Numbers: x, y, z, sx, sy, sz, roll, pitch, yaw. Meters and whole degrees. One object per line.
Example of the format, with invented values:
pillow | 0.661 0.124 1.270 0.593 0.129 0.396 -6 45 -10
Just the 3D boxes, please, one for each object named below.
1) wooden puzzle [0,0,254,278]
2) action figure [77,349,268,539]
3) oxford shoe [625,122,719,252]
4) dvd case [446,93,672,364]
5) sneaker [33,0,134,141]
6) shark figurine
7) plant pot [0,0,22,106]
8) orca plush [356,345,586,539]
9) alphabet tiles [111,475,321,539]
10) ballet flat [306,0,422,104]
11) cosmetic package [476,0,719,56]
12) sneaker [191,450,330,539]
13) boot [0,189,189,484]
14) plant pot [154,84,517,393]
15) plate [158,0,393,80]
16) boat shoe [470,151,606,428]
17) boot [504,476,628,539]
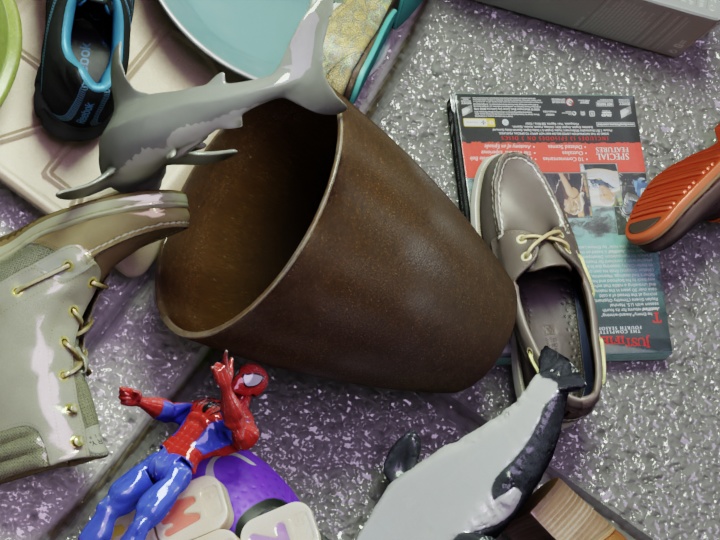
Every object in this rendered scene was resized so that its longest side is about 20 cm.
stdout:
wooden puzzle | -0.182 -0.117 1.457 0.200 0.046 0.185 39 66 -6
action figure | -0.131 0.113 1.318 0.065 0.099 0.200 23 57 37
oxford shoe | 0.270 -0.060 1.552 0.200 0.071 0.073 -38 105 -31
dvd case | 0.142 -0.032 1.536 0.146 0.022 0.200 -2 71 -17
sneaker | -0.174 -0.189 1.410 0.073 0.082 0.200 2 73 -20
shark figurine | -0.116 -0.106 1.315 0.128 0.214 0.090 -11 80 -47
plant pot | -0.328 -0.185 1.321 0.200 0.190 0.200 -2 62 4
orca plush | 0.078 0.139 1.421 0.105 0.071 0.200 30 85 33
alphabet tiles | -0.106 0.226 1.311 0.196 0.015 0.200 -23 58 6
ballet flat | 0.004 -0.188 1.487 0.071 0.071 0.200 35 47 -3
cosmetic package | 0.166 -0.241 1.581 0.200 0.090 0.107 13 72 -15
sneaker | -0.037 0.187 1.362 0.070 0.100 0.200 -31 83 -26
boot | -0.182 0.044 1.359 0.200 0.072 0.155 -22 80 6
plant pot | 0.000 0.000 1.406 0.200 0.187 0.187 30 64 -31
plate | -0.069 -0.202 1.506 0.200 0.026 0.200 18 51 -23
boat shoe | 0.126 0.007 1.474 0.072 0.060 0.200 -5 75 -18
boot | 0.123 0.252 1.407 0.200 0.074 0.155 -42 91 -22
